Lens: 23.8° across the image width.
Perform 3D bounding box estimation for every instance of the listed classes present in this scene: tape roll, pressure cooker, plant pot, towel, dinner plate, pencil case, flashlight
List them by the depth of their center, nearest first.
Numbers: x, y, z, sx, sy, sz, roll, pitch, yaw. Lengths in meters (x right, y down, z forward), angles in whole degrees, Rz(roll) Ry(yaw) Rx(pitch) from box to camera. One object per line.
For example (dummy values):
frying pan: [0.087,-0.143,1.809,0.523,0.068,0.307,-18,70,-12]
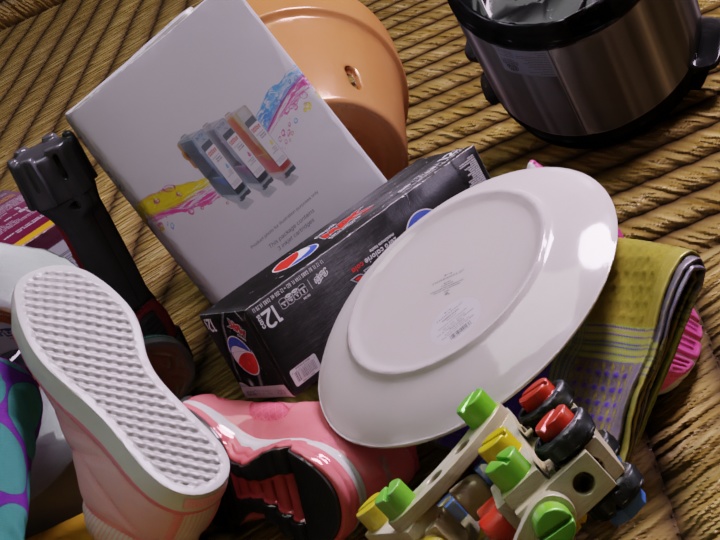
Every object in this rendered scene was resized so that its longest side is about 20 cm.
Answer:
towel: [0.097,0.044,0.924,0.199,0.023,0.145,15,83,57]
dinner plate: [0.051,0.012,0.939,0.199,0.024,0.201,-31,32,22]
pencil case: [-0.222,0.139,0.966,0.085,0.092,0.201,-43,33,24]
tape roll: [-0.242,0.085,1.130,0.198,0.066,0.202,-8,63,15]
flashlight: [-0.190,-0.002,1.234,0.067,0.201,0.068,-25,19,5]
pressure cooker: [0.163,-0.191,1.280,0.178,0.200,0.176,-35,53,2]
plant pot: [-0.046,-0.108,1.354,0.199,0.201,0.140,-26,36,1]

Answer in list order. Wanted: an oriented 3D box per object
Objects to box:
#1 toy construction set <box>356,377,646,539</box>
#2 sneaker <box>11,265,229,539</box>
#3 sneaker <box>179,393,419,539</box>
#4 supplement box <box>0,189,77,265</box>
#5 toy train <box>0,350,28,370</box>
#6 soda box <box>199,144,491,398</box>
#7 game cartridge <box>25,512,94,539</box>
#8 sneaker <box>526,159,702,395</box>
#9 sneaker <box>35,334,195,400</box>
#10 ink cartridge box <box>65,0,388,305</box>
toy construction set: [0.067,0.119,0.784,0.131,0.092,0.200,-43,21,4]
sneaker: [-0.154,0.094,1.021,0.075,0.105,0.200,-18,53,-35]
sneaker: [-0.039,0.111,1.007,0.086,0.075,0.199,-21,19,-32]
supplement box: [-0.279,0.002,1.456,0.085,0.111,0.199,-35,23,-24]
toy train: [-0.334,0.101,1.282,0.085,0.115,0.200,-4,30,46]
soda box: [0.000,0.000,1.073,0.199,0.064,0.071,-36,13,-28]
game cartridge: [-0.226,0.225,0.991,0.198,0.033,0.176,-25,21,-3]
sneaker: [0.127,0.020,0.992,0.088,0.081,0.200,-51,30,13]
sneaker: [-0.212,0.098,1.207,0.199,0.072,0.080,-30,25,-6]
ink cartridge box: [-0.091,-0.076,1.182,0.144,0.201,0.145,-39,9,-5]
